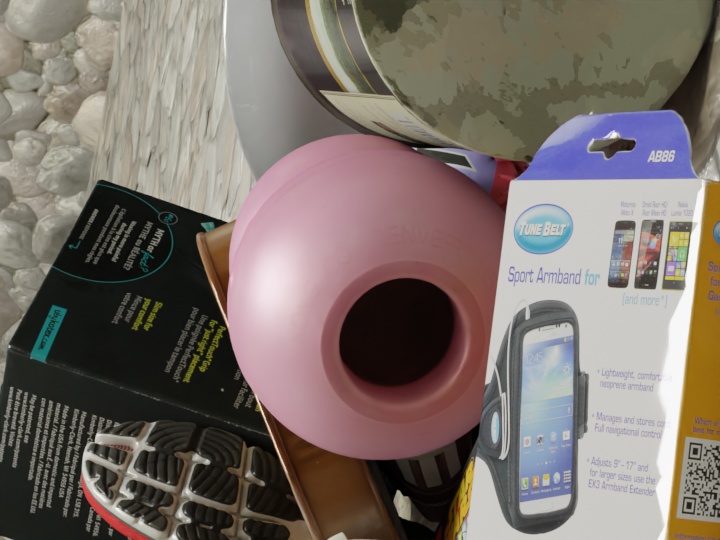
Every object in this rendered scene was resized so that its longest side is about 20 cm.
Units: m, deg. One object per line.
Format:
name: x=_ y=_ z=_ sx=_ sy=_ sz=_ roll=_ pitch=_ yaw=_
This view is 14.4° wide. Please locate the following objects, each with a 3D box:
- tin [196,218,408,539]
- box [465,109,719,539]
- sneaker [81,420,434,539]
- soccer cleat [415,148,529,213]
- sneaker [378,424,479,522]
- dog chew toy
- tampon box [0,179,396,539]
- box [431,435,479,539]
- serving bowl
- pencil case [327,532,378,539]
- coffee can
tin: x=-0.023 y=0.064 z=1.301 sx=0.112 sy=0.042 sz=0.201 roll=73 pitch=175 yaw=-62
box: x=0.092 y=0.045 z=1.018 sx=0.119 sy=0.041 sz=0.201 roll=3 pitch=83 yaw=57
sneaker: x=-0.049 y=0.143 z=1.360 sx=0.085 sy=0.199 sz=0.077 roll=-64 pitch=0 yaw=42
soccer cleat: x=0.063 y=-0.019 z=1.275 sx=0.077 sy=0.066 sz=0.201 roll=-52 pitch=29 yaw=39
sneaker: x=0.021 y=0.035 z=1.354 sx=0.116 sy=0.075 sz=0.201 roll=74 pitch=-170 yaw=-45
dog chew toy: x=0.000 y=0.000 z=1.191 sx=0.200 sy=0.124 sz=0.125 roll=-121 pitch=40 yaw=-71
tampon box: x=-0.073 y=0.072 z=1.457 sx=0.150 sy=0.199 sz=0.127 roll=-67 pitch=-6 yaw=-51
box: x=0.068 y=0.124 z=1.182 sx=0.200 sy=0.040 sz=0.138 roll=110 pitch=165 yaw=-50
serving bowl: x=0.004 y=-0.122 z=1.479 sx=0.200 sy=0.065 sz=0.202 roll=-3 pitch=-86 yaw=-63
pencil case: x=-0.001 y=0.153 z=1.122 sx=0.200 sy=0.077 sz=0.090 roll=-76 pitch=-32 yaw=-88
coffee can: x=0.049 y=-0.121 z=1.174 sx=0.200 sy=0.145 sz=0.147 roll=-159 pitch=77 yaw=-79
